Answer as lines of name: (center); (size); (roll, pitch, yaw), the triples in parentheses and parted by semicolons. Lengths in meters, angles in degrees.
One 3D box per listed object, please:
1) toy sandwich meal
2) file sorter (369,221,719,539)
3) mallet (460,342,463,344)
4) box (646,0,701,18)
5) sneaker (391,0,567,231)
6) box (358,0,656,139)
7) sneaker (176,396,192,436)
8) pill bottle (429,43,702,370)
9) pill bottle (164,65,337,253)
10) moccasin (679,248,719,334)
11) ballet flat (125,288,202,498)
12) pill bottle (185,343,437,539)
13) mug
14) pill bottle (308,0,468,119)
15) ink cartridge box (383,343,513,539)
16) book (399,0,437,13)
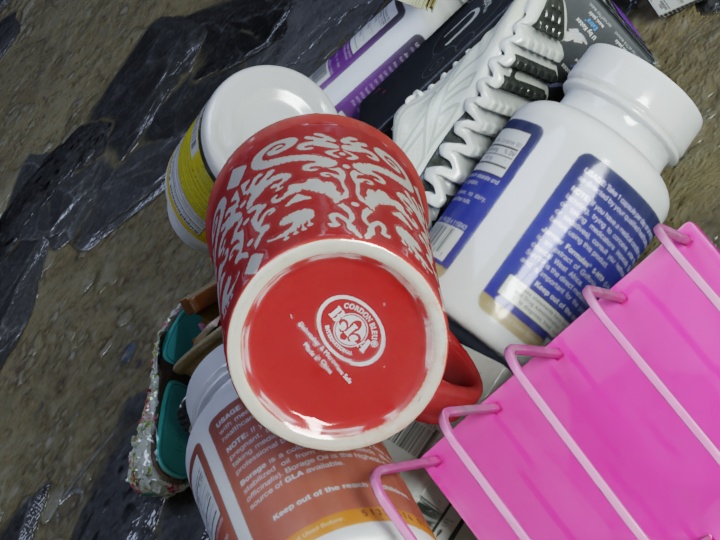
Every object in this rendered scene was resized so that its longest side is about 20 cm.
toy sandwich meal: (-0.075, 0.012, 1.127); (0.204, 0.071, 0.205); (-33, -4, -3)
file sorter: (0.125, 0.090, 0.722); (0.200, 0.125, 0.139); (-43, 73, 15)
mallet: (0.000, 0.000, 0.989); (0.042, 0.198, 0.066); (-67, 20, -2)
box: (0.191, -0.319, 1.063); (0.047, 0.200, 0.194); (-19, 41, 33)
sneaker: (0.066, -0.107, 0.972); (0.081, 0.075, 0.201); (36, 100, 31)
box: (0.100, -0.135, 1.061); (0.200, 0.106, 0.122); (-42, 15, 16)
sneaker: (-0.060, 0.086, 1.119); (0.199, 0.074, 0.080); (-28, 16, 35)
pill bottle: (0.126, -0.037, 0.927); (0.201, 0.119, 0.120); (-54, 30, -4)
pill bottle: (-0.094, -0.077, 1.154); (0.112, 0.111, 0.200); (-64, 11, -21)
moccasin: (0.202, 0.013, 0.816); (0.201, 0.068, 0.080); (-52, 29, -1)
ballet flat: (-0.157, 0.103, 1.219); (0.064, 0.075, 0.201); (-34, 31, 41)
pill bottle: (-0.033, 0.125, 0.811); (0.112, 0.112, 0.200); (-45, 38, 11)
mug: (0.002, 0.009, 0.775); (0.200, 0.176, 0.135); (-103, 30, -72)
pill bottle: (0.046, -0.162, 1.184); (0.200, 0.111, 0.112); (-39, 31, 20)
ink cartridge box: (0.017, 0.140, 0.913); (0.201, 0.084, 0.146); (-55, 34, -6)
book: (0.068, -0.310, 1.084); (0.134, 0.048, 0.201); (-88, 19, -64)
